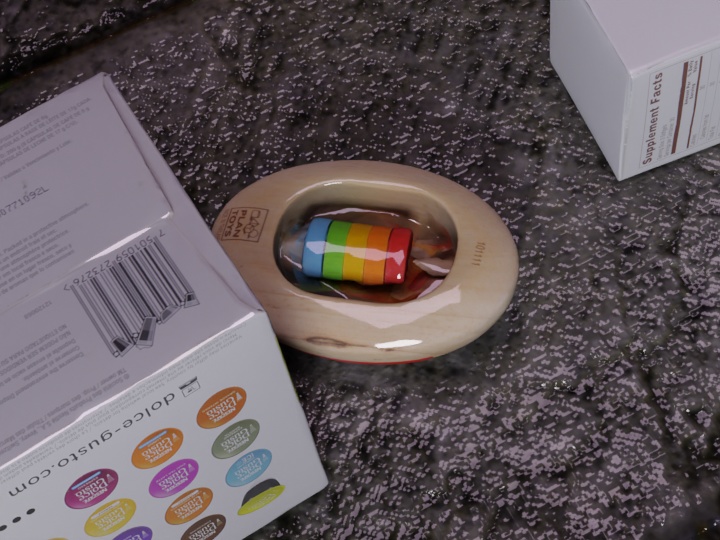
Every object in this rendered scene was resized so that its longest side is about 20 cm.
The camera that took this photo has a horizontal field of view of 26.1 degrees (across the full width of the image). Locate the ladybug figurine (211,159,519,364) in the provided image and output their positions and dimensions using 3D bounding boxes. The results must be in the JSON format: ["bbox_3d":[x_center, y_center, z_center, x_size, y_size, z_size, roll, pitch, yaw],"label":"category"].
[{"bbox_3d":[0.000,0.000,0.967,0.198,0.072,0.137,10,61,12],"label":"ladybug figurine"}]

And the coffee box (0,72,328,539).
[{"bbox_3d":[-0.162,0.057,0.876,0.199,0.198,0.200,-30,56,-11],"label":"coffee box"}]

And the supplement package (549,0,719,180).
[{"bbox_3d":[0.236,-0.166,1.013,0.199,0.118,0.117,-20,59,-6],"label":"supplement package"}]
